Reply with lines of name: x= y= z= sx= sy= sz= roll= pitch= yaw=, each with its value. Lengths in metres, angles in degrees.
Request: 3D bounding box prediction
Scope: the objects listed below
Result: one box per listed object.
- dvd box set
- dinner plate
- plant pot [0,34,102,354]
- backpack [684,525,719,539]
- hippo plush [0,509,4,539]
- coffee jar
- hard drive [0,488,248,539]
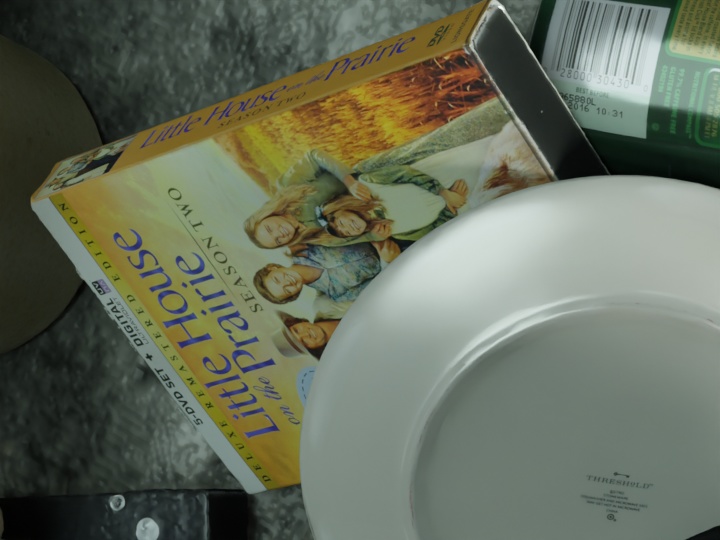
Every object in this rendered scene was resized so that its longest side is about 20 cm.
dvd box set: x=0.000 y=0.000 z=0.799 sx=0.200 sy=0.029 sz=0.146 roll=-16 pitch=118 yaw=38
dinner plate: x=0.080 y=0.065 z=0.754 sx=0.200 sy=0.024 sz=0.200 roll=0 pitch=117 yaw=1
plant pot: x=-0.199 y=-0.038 z=0.889 sx=0.200 sy=0.183 sz=0.200 roll=-3 pitch=84 yaw=27
backpack: x=0.125 y=0.151 z=0.699 sx=0.167 sy=0.200 sz=0.127 roll=-13 pitch=57 yaw=-7
hippo plush: x=-0.222 y=0.118 z=0.892 sx=0.161 sy=0.159 sz=0.200 roll=39 pitch=146 yaw=43
coffee jar: x=0.160 y=-0.052 z=0.749 sx=0.200 sy=0.104 sz=0.085 roll=14 pitch=88 yaw=27
hard drive: x=-0.134 y=0.158 z=0.918 sx=0.200 sy=0.038 sz=0.140 roll=-6 pitch=82 yaw=26
